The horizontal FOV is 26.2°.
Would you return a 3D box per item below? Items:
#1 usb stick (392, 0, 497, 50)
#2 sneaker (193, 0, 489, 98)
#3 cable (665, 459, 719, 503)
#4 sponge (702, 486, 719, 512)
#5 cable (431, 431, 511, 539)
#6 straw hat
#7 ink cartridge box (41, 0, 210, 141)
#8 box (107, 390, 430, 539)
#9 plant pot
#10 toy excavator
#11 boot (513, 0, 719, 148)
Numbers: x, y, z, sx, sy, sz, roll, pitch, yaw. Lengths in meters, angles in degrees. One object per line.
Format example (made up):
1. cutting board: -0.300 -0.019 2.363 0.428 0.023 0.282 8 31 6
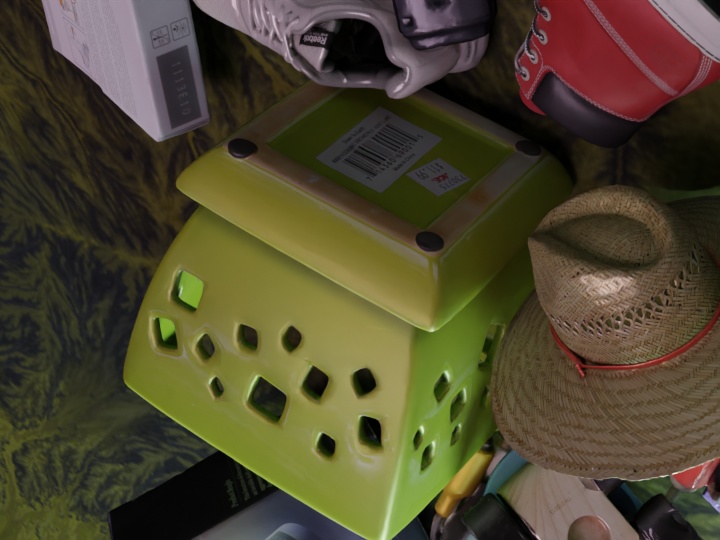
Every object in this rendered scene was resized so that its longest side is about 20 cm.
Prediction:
1. usb stick: 0.028 -0.214 0.784 0.055 0.033 0.202 -11 107 4
2. sneaker: -0.028 -0.148 0.884 0.198 0.081 0.076 19 135 30
3. cable: 0.204 0.058 0.857 0.050 0.098 0.201 -3 141 -14
4. sponge: 0.288 0.108 0.864 0.111 0.030 0.201 40 138 6
5. cable: 0.057 0.183 1.017 0.097 0.050 0.200 33 106 -34
6. straw hat: 0.131 0.004 0.776 0.200 0.202 0.085 -5 136 42
7. ink cartridge box: -0.166 -0.205 0.982 0.173 0.043 0.202 41 147 48
8. box: -0.043 0.223 1.085 0.201 0.197 0.123 62 177 -19
9. plant pot: 0.000 0.000 0.898 0.198 0.200 0.183 29 131 19
10. toy excavator: 0.155 0.187 0.967 0.195 0.100 0.200 49 178 5
11. boot: 0.094 -0.155 0.785 0.200 0.072 0.144 47 141 -6
